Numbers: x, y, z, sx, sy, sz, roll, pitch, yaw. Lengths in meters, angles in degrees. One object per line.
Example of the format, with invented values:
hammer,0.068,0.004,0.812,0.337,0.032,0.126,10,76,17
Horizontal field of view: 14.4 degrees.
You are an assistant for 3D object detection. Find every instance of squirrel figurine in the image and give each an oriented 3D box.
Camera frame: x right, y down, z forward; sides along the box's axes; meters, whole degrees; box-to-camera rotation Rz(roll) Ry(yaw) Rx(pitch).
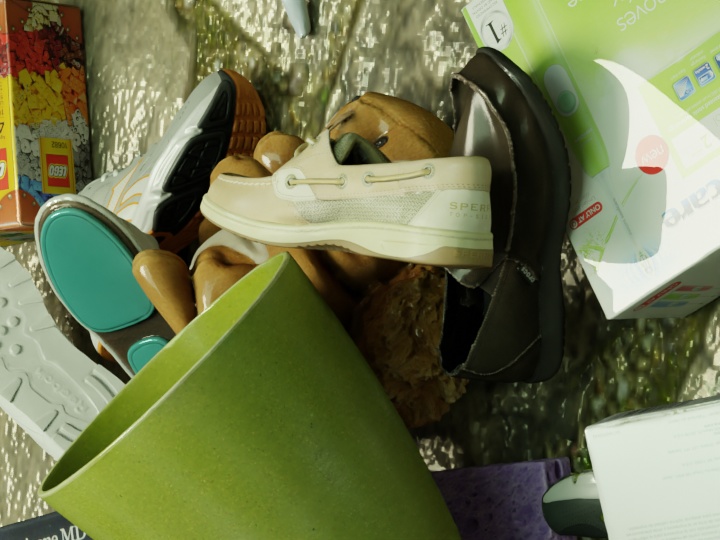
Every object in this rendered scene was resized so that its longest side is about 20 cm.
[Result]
squirrel figurine,0.000,0.000,1.648,0.187,0.142,0.200,-37,82,19

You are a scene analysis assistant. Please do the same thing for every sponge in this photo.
sponge,0.079,0.211,1.628,0.111,0.030,0.200,-10,84,37

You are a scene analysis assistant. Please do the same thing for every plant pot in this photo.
plant pot,-0.038,0.125,1.532,0.200,0.187,0.187,46,119,-7

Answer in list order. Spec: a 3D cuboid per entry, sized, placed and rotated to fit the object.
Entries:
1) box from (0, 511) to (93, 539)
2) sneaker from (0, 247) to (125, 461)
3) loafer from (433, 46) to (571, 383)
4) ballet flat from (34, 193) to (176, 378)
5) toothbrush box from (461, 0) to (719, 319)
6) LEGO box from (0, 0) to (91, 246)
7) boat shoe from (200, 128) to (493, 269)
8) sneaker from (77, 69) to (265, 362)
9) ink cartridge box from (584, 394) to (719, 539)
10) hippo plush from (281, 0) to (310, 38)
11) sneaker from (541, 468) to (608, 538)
box,-0.104,0.231,1.709,0.196,0.117,0.200,-18,77,35
sneaker,-0.215,0.059,1.790,0.076,0.081,0.200,-39,80,-14
loafer,0.068,-0.021,1.530,0.073,0.071,0.200,37,138,56
ballet flat,-0.130,0.021,1.707,0.069,0.069,0.200,-12,125,35
toothbrush box,0.167,-0.094,1.537,0.146,0.086,0.200,-34,71,31
LEGO box,-0.275,-0.088,1.865,0.200,0.077,0.149,-8,84,36
boat shoe,-0.006,-0.042,1.520,0.200,0.072,0.065,9,96,46
sneaker,-0.135,-0.047,1.767,0.092,0.076,0.200,42,111,34
ink cartridge box,0.193,0.165,1.462,0.109,0.050,0.200,-12,90,27
hippo plush,-0.072,-0.268,1.668,0.159,0.161,0.200,48,115,27
sneaker,0.184,0.147,1.524,0.200,0.074,0.085,-1,89,36
